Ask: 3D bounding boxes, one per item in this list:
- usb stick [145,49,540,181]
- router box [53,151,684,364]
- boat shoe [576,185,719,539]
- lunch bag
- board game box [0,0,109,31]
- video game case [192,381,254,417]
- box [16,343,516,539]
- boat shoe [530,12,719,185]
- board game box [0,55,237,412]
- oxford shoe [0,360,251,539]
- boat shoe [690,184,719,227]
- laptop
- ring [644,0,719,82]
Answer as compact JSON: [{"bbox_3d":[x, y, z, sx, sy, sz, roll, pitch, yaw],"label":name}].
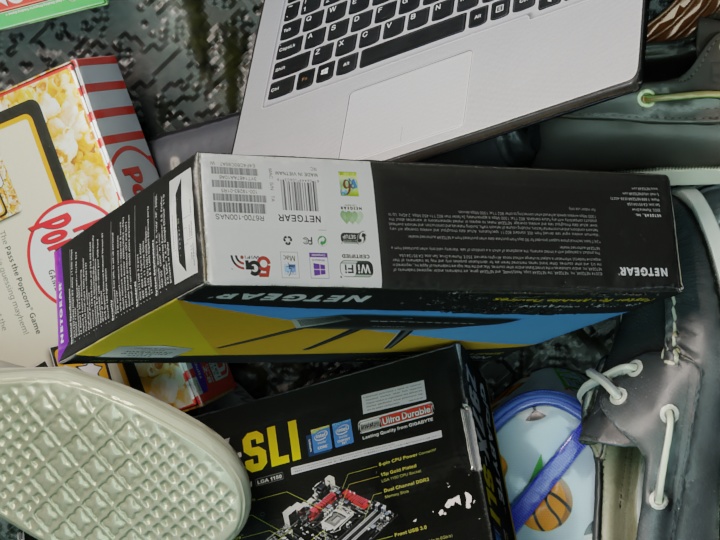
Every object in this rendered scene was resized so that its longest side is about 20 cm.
[{"bbox_3d":[-0.016,-0.047,0.892,0.199,0.033,0.056,-13,96,34],"label":"usb stick"},{"bbox_3d":[0.000,0.000,0.834,0.199,0.149,0.051,1,77,-27],"label":"router box"},{"bbox_3d":[0.116,0.067,0.861,0.060,0.076,0.201,-3,82,-12],"label":"boat shoe"},{"bbox_3d":[0.070,0.151,0.947,0.160,0.076,0.200,38,103,-2],"label":"lunch bag"},{"bbox_3d":[-0.218,-0.152,0.907,0.199,0.029,0.135,-13,120,8],"label":"board game box"},{"bbox_3d":[-0.034,0.160,0.923,0.200,0.018,0.144,41,109,37],"label":"video game case"},{"bbox_3d":[-0.035,0.132,0.856,0.199,0.049,0.161,-17,58,12],"label":"box"},{"bbox_3d":[0.137,-0.071,0.869,0.200,0.072,0.061,-9,113,12],"label":"boat shoe"},{"bbox_3d":[-0.171,0.015,0.926,0.199,0.046,0.152,-20,91,18],"label":"board game box"},{"bbox_3d":[-0.132,0.067,0.864,0.199,0.058,0.076,8,104,20],"label":"oxford shoe"},{"bbox_3d":[0.188,0.055,0.914,0.073,0.067,0.200,-35,98,13],"label":"boat shoe"},{"bbox_3d":[0.007,-0.150,0.834,0.186,0.201,0.116,-17,136,31],"label":"laptop"},{"bbox_3d":[0.084,-0.156,0.901,0.199,0.019,0.202,2,104,6],"label":"ring"}]
